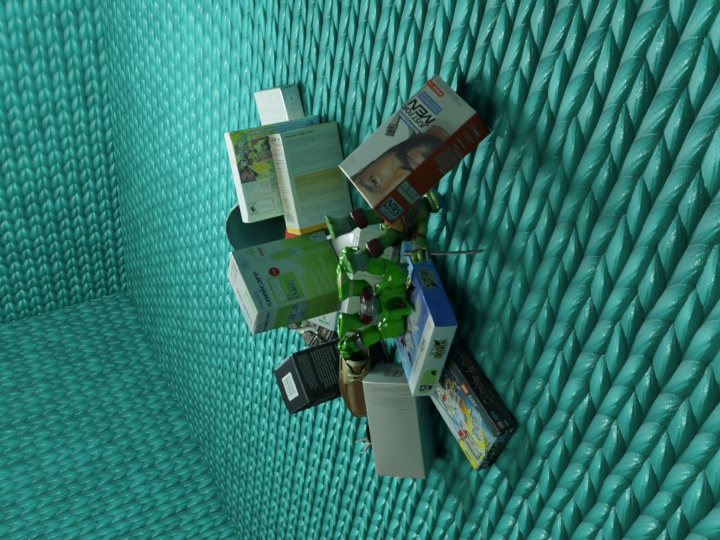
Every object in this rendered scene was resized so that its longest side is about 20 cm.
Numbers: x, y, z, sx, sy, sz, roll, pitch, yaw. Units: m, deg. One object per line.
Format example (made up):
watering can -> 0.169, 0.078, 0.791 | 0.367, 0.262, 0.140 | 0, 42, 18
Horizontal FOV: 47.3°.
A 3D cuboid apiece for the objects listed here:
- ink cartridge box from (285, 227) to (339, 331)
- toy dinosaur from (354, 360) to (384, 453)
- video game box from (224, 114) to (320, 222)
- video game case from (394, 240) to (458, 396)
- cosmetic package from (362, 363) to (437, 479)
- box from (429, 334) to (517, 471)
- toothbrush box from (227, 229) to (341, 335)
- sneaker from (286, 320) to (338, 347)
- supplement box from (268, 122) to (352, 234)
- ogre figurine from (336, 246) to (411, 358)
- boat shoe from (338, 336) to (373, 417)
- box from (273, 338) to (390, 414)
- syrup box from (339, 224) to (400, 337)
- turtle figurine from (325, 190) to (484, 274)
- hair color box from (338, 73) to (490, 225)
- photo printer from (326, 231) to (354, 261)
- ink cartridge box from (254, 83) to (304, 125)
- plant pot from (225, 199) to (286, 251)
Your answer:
ink cartridge box -> -0.109, 0.023, 1.783 | 0.160, 0.050, 0.201 | 22, 135, 14
toy dinosaur -> 0.047, 0.281, 1.643 | 0.077, 0.102, 0.202 | 38, 138, 50
video game box -> -0.162, -0.208, 1.672 | 0.047, 0.199, 0.184 | 15, 118, 63
video game case -> 0.100, 0.082, 1.423 | 0.201, 0.045, 0.182 | -108, 22, -43
cosmetic package -> 0.076, 0.285, 1.558 | 0.107, 0.085, 0.202 | 0, 109, 23
box -> 0.180, 0.223, 1.410 | 0.201, 0.037, 0.137 | 58, 151, 30
toothbrush box -> -0.139, 0.021, 1.595 | 0.146, 0.198, 0.086 | 62, 154, 27
sneaker -> -0.101, 0.124, 1.910 | 0.200, 0.115, 0.076 | 35, 109, 13
supplement box -> -0.097, -0.184, 1.640 | 0.073, 0.125, 0.202 | 14, 116, 63
ogre figurine -> 0.021, 0.055, 1.392 | 0.098, 0.119, 0.202 | -136, 45, -79
boat shoe -> -0.010, 0.182, 1.582 | 0.074, 0.075, 0.202 | -9, -87, -88
box -> -0.058, 0.208, 1.703 | 0.105, 0.199, 0.148 | 68, 153, 12
syrup box -> 0.016, 0.018, 1.477 | 0.079, 0.081, 0.202 | -119, 37, -78
turtle figurine -> 0.053, -0.081, 1.279 | 0.145, 0.193, 0.200 | 67, 172, -28
hair color box -> 0.078, -0.178, 1.207 | 0.064, 0.200, 0.111 | 36, -167, -52
photo printer -> 0.000, 0.000, 1.612 | 0.200, 0.069, 0.168 | -7, 98, 65
ink cartridge box -> -0.163, -0.304, 1.811 | 0.160, 0.047, 0.202 | 15, 123, 61
plant pot -> -0.185, -0.117, 1.825 | 0.135, 0.198, 0.201 | -76, -5, -48
